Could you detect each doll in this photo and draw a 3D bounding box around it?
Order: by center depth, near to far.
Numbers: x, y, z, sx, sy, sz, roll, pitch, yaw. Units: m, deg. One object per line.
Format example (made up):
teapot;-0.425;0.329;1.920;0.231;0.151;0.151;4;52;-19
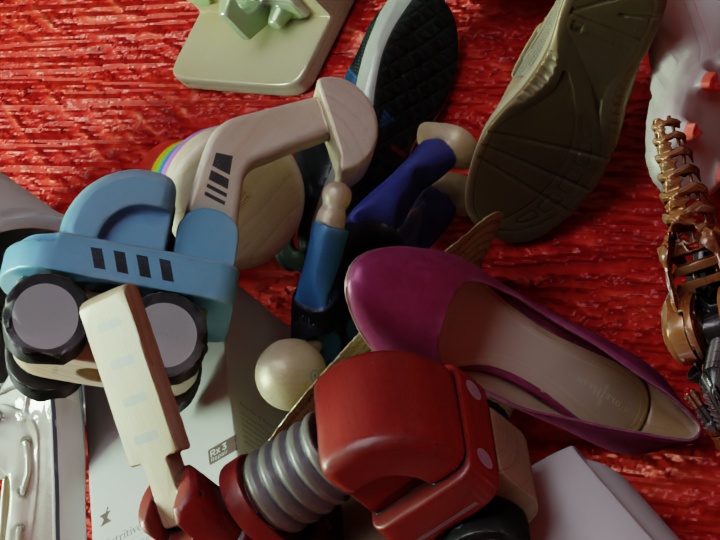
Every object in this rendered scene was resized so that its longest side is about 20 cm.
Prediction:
doll;0.000;0.000;1.301;0.048;0.137;0.200;20;54;25

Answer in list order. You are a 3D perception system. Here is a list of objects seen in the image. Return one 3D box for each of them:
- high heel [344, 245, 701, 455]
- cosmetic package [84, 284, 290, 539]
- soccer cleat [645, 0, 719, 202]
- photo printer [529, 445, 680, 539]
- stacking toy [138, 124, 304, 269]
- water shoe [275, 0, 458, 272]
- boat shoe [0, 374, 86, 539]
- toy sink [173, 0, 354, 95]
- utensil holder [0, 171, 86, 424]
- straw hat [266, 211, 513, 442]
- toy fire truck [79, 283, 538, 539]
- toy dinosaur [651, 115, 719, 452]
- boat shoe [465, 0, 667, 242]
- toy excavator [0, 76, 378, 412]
high heel;0.083;0.043;1.162;0.096;0.200;0.068;11;71;50
cosmetic package;-0.094;0.112;1.342;0.113;0.081;0.200;-31;46;20
soccer cleat;0.188;-0.116;1.295;0.077;0.069;0.201;-10;47;40
photo printer;0.099;0.190;1.134;0.166;0.069;0.200;-44;42;5
stacking toy;-0.097;-0.053;1.437;0.085;0.085;0.200;-52;16;-4
water shoe;-0.005;-0.091;1.426;0.079;0.071;0.201;0;60;42
boat shoe;-0.206;0.100;1.364;0.086;0.203;0.075;-2;19;-9
toy sink;-0.071;-0.233;1.555;0.130;0.112;0.201;9;66;43
utensil holder;-0.265;0.012;1.498;0.170;0.170;0.200;-52;39;-4
straw hat;0.040;0.066;1.255;0.085;0.201;0.201;43;91;7
toy fire truck;-0.037;0.087;1.131;0.176;0.200;0.129;-35;35;23
toy dinosaur;0.190;0.025;1.127;0.102;0.136;0.201;4;104;24
boat shoe;0.119;-0.105;1.306;0.065;0.072;0.200;-68;1;-60
toy excavator;-0.096;-0.024;1.290;0.194;0.100;0.201;9;73;-3
